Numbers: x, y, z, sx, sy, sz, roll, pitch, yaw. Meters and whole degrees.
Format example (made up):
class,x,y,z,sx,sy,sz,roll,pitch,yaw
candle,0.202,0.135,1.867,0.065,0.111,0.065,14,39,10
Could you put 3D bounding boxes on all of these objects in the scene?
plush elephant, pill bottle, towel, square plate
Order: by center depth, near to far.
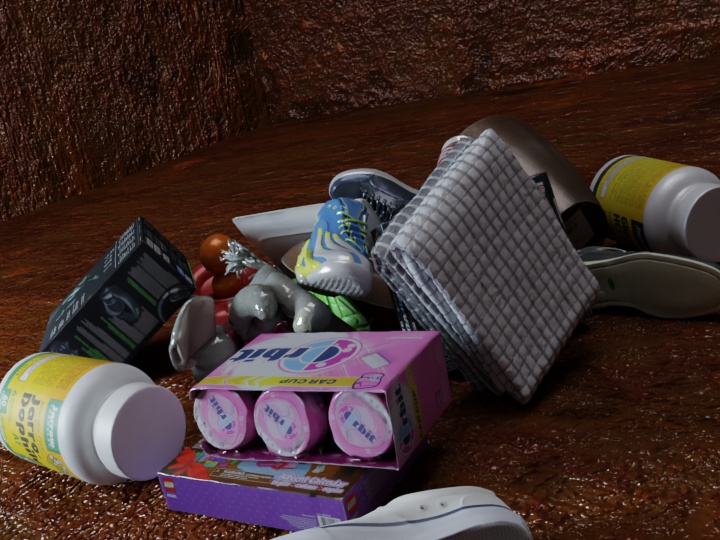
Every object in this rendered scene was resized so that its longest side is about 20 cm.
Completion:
class,x,y,z,sx,sy,sz,roll,pitch,yaw
towel,0.119,-0.002,0.780,0.166,0.201,0.085,-49,19,-28
pill bottle,-0.261,0.144,0.809,0.197,0.115,0.112,2,22,41
plush elephant,-0.111,0.078,0.866,0.198,0.165,0.156,34,85,24
pill bottle,0.368,-0.073,1.005,0.110,0.115,0.200,-16,16,-9
square plate,-0.049,-0.029,1.157,0.196,0.198,0.029,-6,61,22

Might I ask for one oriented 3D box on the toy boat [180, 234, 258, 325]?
class,x,y,z,sx,sy,sz,roll,pitch,yaw
toy boat,-0.181,0.015,1.123,0.128,0.134,0.199,-19,18,-20

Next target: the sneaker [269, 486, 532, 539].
class,x,y,z,sx,sy,sz,roll,pitch,yaw
sneaker,0.012,0.189,0.544,0.195,0.075,0.071,-6,7,-6

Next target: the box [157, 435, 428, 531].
class,x,y,z,sx,sy,sz,roll,pitch,yaw
box,-0.058,0.162,0.716,0.196,0.040,0.136,-3,19,33

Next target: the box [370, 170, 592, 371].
class,x,y,z,sx,sy,sz,roll,pitch,yaw
box,0.127,0.003,0.865,0.196,0.162,0.046,-19,-2,-15

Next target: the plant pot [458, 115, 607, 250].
class,x,y,z,sx,sy,sz,roll,pitch,yaw
plant pot,0.220,-0.081,1.080,0.183,0.191,0.200,-18,31,-17

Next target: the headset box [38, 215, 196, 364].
class,x,y,z,sx,sy,sz,roll,pitch,yaw
headset box,-0.314,0.047,1.067,0.200,0.093,0.174,-47,20,-2

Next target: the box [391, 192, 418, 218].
class,x,y,z,sx,sy,sz,roll,pitch,yaw
box,0.092,-0.023,1.028,0.059,0.118,0.200,-31,11,9

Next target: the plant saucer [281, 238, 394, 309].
class,x,y,z,sx,sy,sz,roll,pitch,yaw
plant saucer,0.000,0.000,1.034,0.196,0.035,0.200,18,11,-3

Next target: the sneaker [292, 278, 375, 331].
class,x,y,z,sx,sy,sz,roll,pitch,yaw
sneaker,-0.028,0.037,1.034,0.082,0.078,0.199,-19,20,-19

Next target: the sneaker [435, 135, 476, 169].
class,x,y,z,sx,sy,sz,roll,pitch,yaw
sneaker,0.128,-0.046,0.967,0.077,0.203,0.116,-20,14,30

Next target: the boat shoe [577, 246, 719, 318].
class,x,y,z,sx,sy,sz,roll,pitch,yaw
boat shoe,0.298,0.004,0.884,0.067,0.073,0.198,-32,22,-37

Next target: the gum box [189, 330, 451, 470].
class,x,y,z,sx,sy,sz,roll,pitch,yaw
gum box,-0.037,0.103,0.698,0.196,0.068,0.113,-4,17,30

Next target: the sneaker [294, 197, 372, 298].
class,x,y,z,sx,sy,sz,roll,pitch,yaw
sneaker,-0.025,-0.030,0.851,0.074,0.107,0.200,16,-6,-14

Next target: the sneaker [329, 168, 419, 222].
class,x,y,z,sx,sy,sz,roll,pitch,yaw
sneaker,0.039,-0.081,1.252,0.198,0.078,0.147,16,31,2

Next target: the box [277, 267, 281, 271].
class,x,y,z,sx,sy,sz,roll,pitch,yaw
box,-0.020,-0.050,1.359,0.158,0.045,0.199,2,23,39
